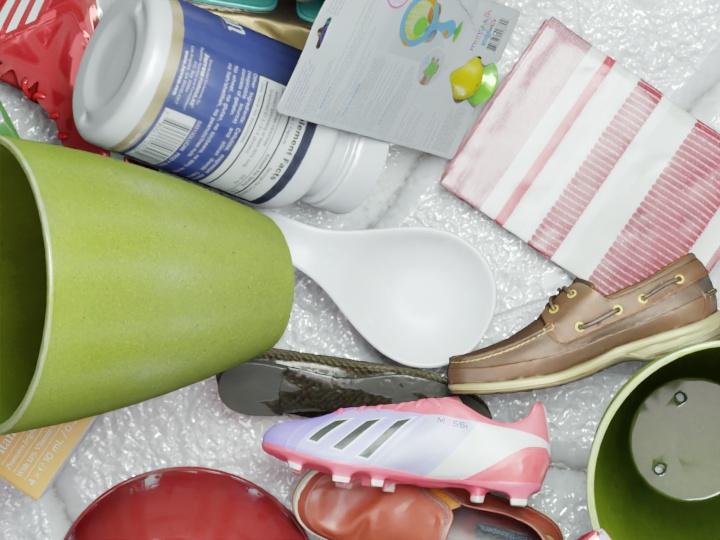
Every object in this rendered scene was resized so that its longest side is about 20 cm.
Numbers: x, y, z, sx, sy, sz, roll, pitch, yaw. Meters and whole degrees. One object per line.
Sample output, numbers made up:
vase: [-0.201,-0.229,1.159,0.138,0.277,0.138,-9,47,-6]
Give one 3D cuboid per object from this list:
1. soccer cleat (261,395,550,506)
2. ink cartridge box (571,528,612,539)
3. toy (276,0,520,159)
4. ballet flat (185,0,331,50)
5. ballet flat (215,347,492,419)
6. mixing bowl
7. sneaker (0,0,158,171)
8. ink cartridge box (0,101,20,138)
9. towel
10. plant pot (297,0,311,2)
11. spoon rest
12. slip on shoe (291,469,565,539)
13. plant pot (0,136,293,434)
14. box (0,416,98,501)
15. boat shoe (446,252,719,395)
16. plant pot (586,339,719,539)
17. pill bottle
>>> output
soccer cleat: [0.033,0.117,1.572,0.199,0.067,0.077,8,81,2]
ink cartridge box: [0.108,0.247,1.448,0.144,0.200,0.084,-39,85,-11]
toy: [0.019,-0.147,1.515,0.047,0.200,0.115,34,104,38]
ballet flat: [-0.052,-0.168,1.588,0.199,0.069,0.063,9,122,1]
ballet flat: [-0.004,0.088,1.610,0.200,0.046,0.068,9,114,-4]
mixing bowl: [-0.125,0.245,1.589,0.200,0.108,0.201,0,95,0]
sneaker: [-0.208,-0.115,1.587,0.115,0.078,0.201,-5,83,9]
ink cartridge box: [-0.312,-0.132,1.530,0.104,0.059,0.200,-29,61,-3]
towel: [0.174,-0.065,1.608,0.200,0.023,0.144,35,92,-4]
plant pot: [0.021,-0.270,1.521,0.183,0.200,0.201,-17,94,13]
spoon rest: [0.000,0.000,1.593,0.200,0.061,0.100,23,94,-1]
slip on shoe: [0.049,0.179,1.607,0.200,0.061,0.074,15,96,0]
plant pot: [-0.152,0.009,1.460,0.200,0.187,0.188,0,95,-34]
box: [-0.267,0.049,1.578,0.200,0.097,0.125,34,94,-2]
boat shoe: [0.153,0.039,1.575,0.200,0.072,0.068,-15,93,-2]
plant pot: [0.235,0.129,1.533,0.187,0.200,0.188,0,95,-1]
pill bottle: [-0.083,-0.107,1.525,0.200,0.111,0.111,20,95,-31]
